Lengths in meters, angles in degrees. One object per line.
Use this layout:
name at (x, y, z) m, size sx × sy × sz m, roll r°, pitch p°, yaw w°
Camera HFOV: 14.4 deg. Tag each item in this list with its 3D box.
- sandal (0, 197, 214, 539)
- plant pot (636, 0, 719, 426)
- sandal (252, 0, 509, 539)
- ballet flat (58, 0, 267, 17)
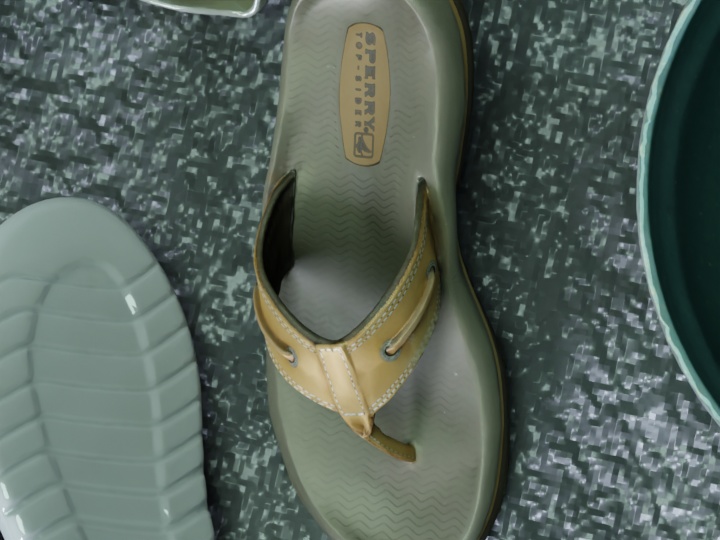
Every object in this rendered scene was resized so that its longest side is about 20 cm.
sandal at (-0.088, 0.078, 0.916) m, size 0.050 × 0.082 × 0.203 m, roll -30°, pitch 71°, yaw 58°
plant pot at (0.188, -0.016, 0.793) m, size 0.200 × 0.134 × 0.200 m, roll -2°, pitch 83°, yaw 17°
sandal at (0.000, 0.000, 0.880) m, size 0.080 × 0.054 × 0.200 m, roll 3°, pitch 103°, yaw 23°
ballet flat at (-0.023, -0.115, 0.922) m, size 0.200 × 0.072 × 0.072 m, roll 3°, pitch 84°, yaw 21°
